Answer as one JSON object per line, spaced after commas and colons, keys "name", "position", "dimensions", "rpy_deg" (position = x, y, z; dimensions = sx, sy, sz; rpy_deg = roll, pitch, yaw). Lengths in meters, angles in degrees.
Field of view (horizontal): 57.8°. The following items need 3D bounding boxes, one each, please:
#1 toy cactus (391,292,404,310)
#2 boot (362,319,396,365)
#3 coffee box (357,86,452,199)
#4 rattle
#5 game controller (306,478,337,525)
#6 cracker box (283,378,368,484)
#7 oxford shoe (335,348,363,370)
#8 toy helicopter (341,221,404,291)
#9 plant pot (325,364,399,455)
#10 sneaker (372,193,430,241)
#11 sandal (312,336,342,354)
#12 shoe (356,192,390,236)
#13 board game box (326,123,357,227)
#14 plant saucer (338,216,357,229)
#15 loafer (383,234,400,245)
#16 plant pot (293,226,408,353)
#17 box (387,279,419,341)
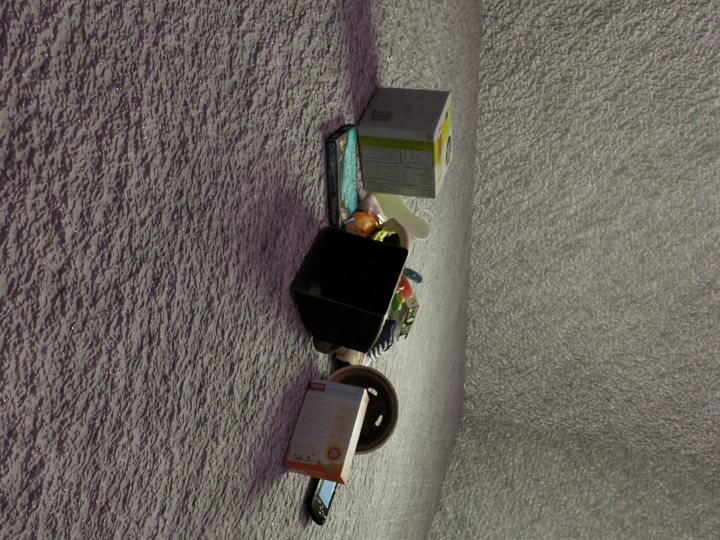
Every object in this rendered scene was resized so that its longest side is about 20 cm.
{"name": "toy cactus", "position": [0.062, 0.021, 1.730], "dimensions": [0.201, 0.100, 0.168], "rpy_deg": [-107, -155, -63]}
{"name": "boot", "position": [0.037, 0.214, 1.794], "dimensions": [0.073, 0.089, 0.203], "rpy_deg": [70, 32, -56]}
{"name": "coffee box", "position": [0.120, -0.326, 1.665], "dimensions": [0.201, 0.196, 0.200], "rpy_deg": [-65, 156, -43]}
{"name": "rattle", "position": [0.064, -0.043, 1.590], "dimensions": [0.143, 0.128, 0.203], "rpy_deg": [54, 19, -62]}
{"name": "game controller", "position": [-0.082, 0.517, 1.610], "dimensions": [0.106, 0.041, 0.202], "rpy_deg": [80, 24, -44]}
{"name": "cracker box", "position": [-0.071, 0.347, 1.423], "dimensions": [0.058, 0.131, 0.203], "rpy_deg": [72, 31, -54]}
{"name": "oxford shoe", "position": [-0.025, 0.185, 1.603], "dimensions": [0.074, 0.070, 0.203], "rpy_deg": [-51, 149, -51]}
{"name": "toy helicopter", "position": [0.033, -0.040, 1.517], "dimensions": [0.200, 0.078, 0.133], "rpy_deg": [47, 43, -16]}
{"name": "plant pot", "position": [-0.002, 0.341, 1.599], "dimensions": [0.184, 0.196, 0.205], "rpy_deg": [72, 28, -77]}
{"name": "sneaker", "position": [0.093, -0.150, 1.799], "dimensions": [0.073, 0.200, 0.114], "rpy_deg": [-48, -167, -12]}
{"name": "sandal", "position": [-0.058, 0.123, 1.512], "dimensions": [0.202, 0.080, 0.055], "rpy_deg": [-74, -176, -48]}
{"name": "shoe", "position": [0.042, -0.141, 1.703], "dimensions": [0.054, 0.069, 0.200], "rpy_deg": [-70, 158, -11]}
{"name": "board game box", "position": [-0.039, -0.216, 1.482], "dimensions": [0.136, 0.028, 0.204], "rpy_deg": [-55, 147, -59]}
{"name": "plant saucer", "position": [0.001, -0.030, 1.544], "dimensions": [0.070, 0.019, 0.203], "rpy_deg": [-33, 102, -59]}
{"name": "loafer", "position": [0.087, -0.060, 1.869], "dimensions": [0.072, 0.071, 0.204], "rpy_deg": [111, -19, -67]}
{"name": "plant pot", "position": [-0.021, 0.058, 1.404], "dimensions": [0.179, 0.196, 0.202], "rpy_deg": [95, 14, -45]}
{"name": "box", "position": [0.112, 0.104, 1.831], "dimensions": [0.201, 0.034, 0.111], "rpy_deg": [103, -31, -58]}
